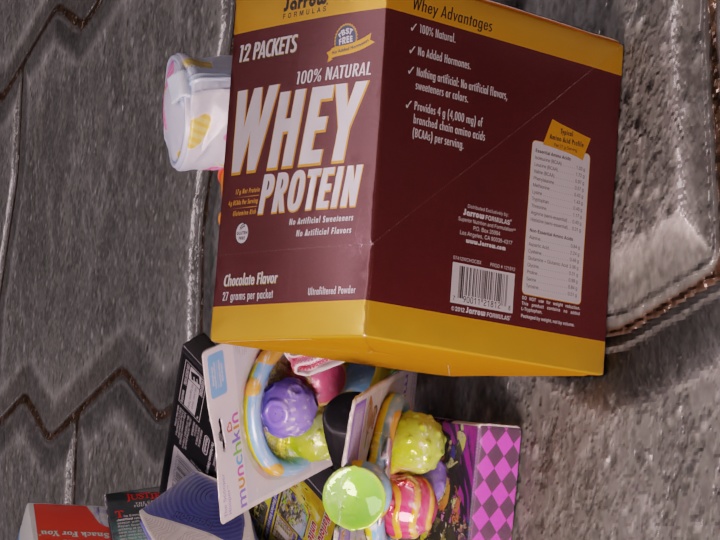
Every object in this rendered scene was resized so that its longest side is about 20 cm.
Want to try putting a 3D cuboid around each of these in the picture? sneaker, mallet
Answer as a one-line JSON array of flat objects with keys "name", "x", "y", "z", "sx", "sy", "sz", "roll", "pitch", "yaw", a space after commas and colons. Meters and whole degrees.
[{"name": "sneaker", "x": -0.083, "y": 0.247, "z": 1.673, "sx": 0.199, "sy": 0.080, "sz": 0.116, "roll": 38, "pitch": 142, "yaw": 30}, {"name": "mallet", "x": 0.021, "y": 0.061, "z": 1.564, "sx": 0.200, "sy": 0.041, "sz": 0.066, "roll": -66, "pitch": -25, "yaw": -45}]

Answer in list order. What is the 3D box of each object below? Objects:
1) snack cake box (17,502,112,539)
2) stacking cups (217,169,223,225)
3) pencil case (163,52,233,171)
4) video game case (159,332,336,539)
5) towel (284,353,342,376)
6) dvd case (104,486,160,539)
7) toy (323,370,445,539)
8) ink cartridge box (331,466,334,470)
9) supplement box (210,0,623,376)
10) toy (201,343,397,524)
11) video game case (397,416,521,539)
[{"name": "snack cake box", "x": -0.174, "y": 0.254, "z": 1.875, "sx": 0.115, "sy": 0.199, "sz": 0.067, "roll": -106, "pitch": 28, "yaw": -48}, {"name": "stacking cups", "x": -0.072, "y": -0.020, "z": 1.665, "sx": 0.061, "sy": 0.060, "sz": 0.201, "roll": 123, "pitch": 150, "yaw": -52}, {"name": "pencil case", "x": -0.041, "y": -0.112, "z": 1.628, "sx": 0.091, "sy": 0.199, "sz": 0.084, "roll": 139, "pitch": 128, "yaw": -72}, {"name": "video game case", "x": -0.076, "y": 0.167, "z": 1.697, "sx": 0.181, "sy": 0.025, "sz": 0.200, "roll": 45, "pitch": 148, "yaw": 22}, {"name": "towel", "x": 0.000, "y": 0.000, "z": 1.562, "sx": 0.200, "sy": 0.145, "sz": 0.030, "roll": -118, "pitch": 16, "yaw": -59}, {"name": "dvd case", "x": -0.118, "y": 0.240, "z": 1.812, "sx": 0.200, "sy": 0.145, "sz": 0.022, "roll": -108, "pitch": 14, "yaw": -48}, {"name": "toy", "x": 0.024, "y": 0.127, "z": 1.407, "sx": 0.200, "sy": 0.047, "sz": 0.116, "roll": -10, "pitch": -72, "yaw": -75}, {"name": "ink cartridge box", "x": -0.041, "y": 0.046, "z": 1.738, "sx": 0.145, "sy": 0.084, "sz": 0.201, "roll": 141, "pitch": 132, "yaw": -62}, {"name": "supplement box", "x": 0.035, "y": -0.048, "z": 1.340, "sx": 0.132, "sy": 0.197, "sz": 0.201, "roll": -3, "pitch": 80, "yaw": 47}, {"name": "toy", "x": -0.029, "y": 0.086, "z": 1.554, "sx": 0.047, "sy": 0.200, "sz": 0.116, "roll": 0, "pitch": 102, "yaw": 29}, {"name": "video game case", "x": 0.047, "y": 0.196, "z": 1.517, "sx": 0.181, "sy": 0.036, "sz": 0.201, "roll": 179, "pitch": 97, "yaw": -69}]
